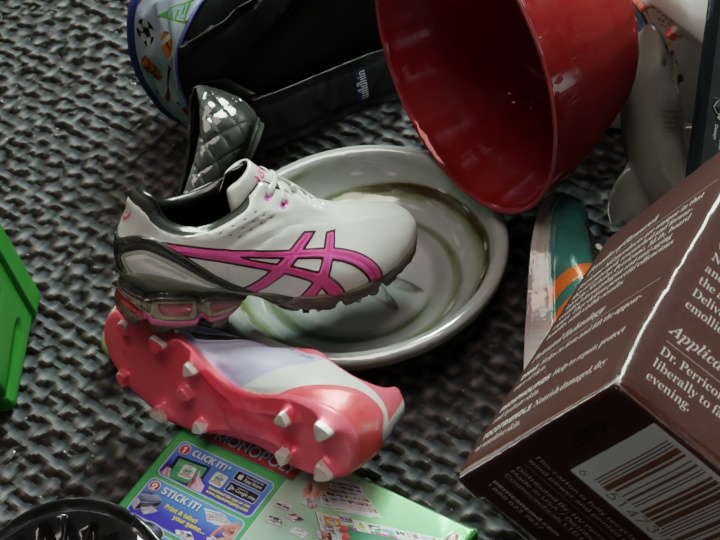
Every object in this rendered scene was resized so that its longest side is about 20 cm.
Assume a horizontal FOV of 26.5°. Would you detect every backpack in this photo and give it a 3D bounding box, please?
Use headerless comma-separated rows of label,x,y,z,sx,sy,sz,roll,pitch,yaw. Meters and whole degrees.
backpack,-0.079,-0.186,1.120,0.154,0.200,0.190,25,59,40

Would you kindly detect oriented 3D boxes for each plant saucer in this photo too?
plant saucer,0.000,0.000,1.018,0.199,0.050,0.200,-5,46,5

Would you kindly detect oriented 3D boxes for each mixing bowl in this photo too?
mixing bowl,0.106,-0.149,0.975,0.108,0.200,0.200,-25,48,-20

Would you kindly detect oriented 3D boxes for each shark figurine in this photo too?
shark figurine,0.210,-0.038,0.998,0.089,0.128,0.215,-26,73,-27

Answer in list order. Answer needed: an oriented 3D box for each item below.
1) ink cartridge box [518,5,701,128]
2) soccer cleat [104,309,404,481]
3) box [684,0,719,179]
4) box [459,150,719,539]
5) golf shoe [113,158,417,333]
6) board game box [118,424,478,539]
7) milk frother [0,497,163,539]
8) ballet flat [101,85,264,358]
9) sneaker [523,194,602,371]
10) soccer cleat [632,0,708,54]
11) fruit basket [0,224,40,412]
ink cartridge box,0.224,-0.196,1.099,0.199,0.145,0.147,8,48,17
soccer cleat,-0.068,0.067,0.928,0.200,0.067,0.076,21,31,30
box,0.274,-0.082,0.885,0.159,0.201,0.046,10,4,32
box,0.191,0.066,0.804,0.166,0.164,0.200,40,56,-3
golf shoe,-0.051,-0.023,0.928,0.199,0.092,0.073,-10,33,-26
board game box,-0.050,0.167,0.883,0.200,0.029,0.135,21,53,27
milk frother,-0.150,0.195,0.756,0.200,0.188,0.181,32,80,29
ballet flat,-0.129,-0.032,1.034,0.057,0.066,0.200,29,73,-13
sneaker,0.142,0.038,0.949,0.080,0.071,0.200,1,54,8
soccer cleat,0.261,-0.141,0.965,0.200,0.078,0.069,44,26,3
fruit basket,-0.325,-0.003,1.002,0.215,0.156,0.216,-2,61,4
